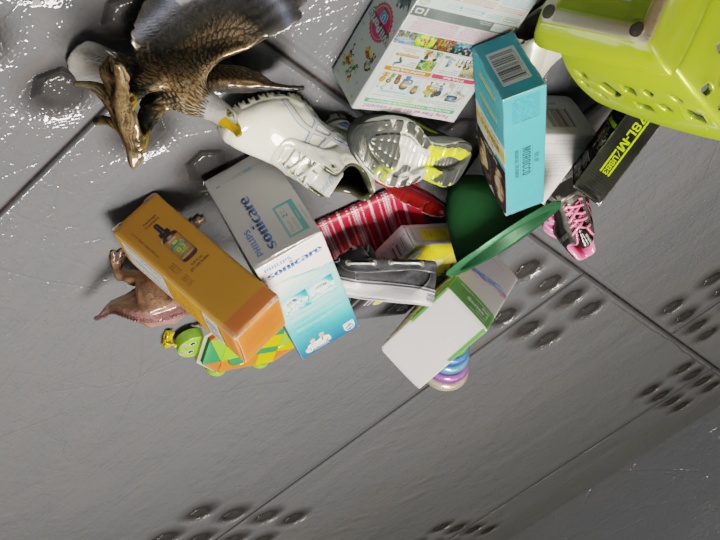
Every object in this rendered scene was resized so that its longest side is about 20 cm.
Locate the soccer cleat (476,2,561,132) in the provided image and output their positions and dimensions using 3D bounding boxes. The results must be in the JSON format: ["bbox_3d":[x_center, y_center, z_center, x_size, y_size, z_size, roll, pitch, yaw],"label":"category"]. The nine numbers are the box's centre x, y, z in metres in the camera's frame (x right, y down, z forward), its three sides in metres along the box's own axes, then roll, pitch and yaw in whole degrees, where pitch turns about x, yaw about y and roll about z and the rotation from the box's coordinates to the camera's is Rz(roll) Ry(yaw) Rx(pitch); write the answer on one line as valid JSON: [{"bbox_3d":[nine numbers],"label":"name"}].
[{"bbox_3d":[0.184,-0.235,1.070,0.077,0.070,0.200,15,129,-32],"label":"soccer cleat"}]

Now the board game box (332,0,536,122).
[{"bbox_3d":[0.082,-0.251,0.959,0.146,0.065,0.201,1,139,-38],"label":"board game box"}]

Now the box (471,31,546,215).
[{"bbox_3d":[0.161,-0.153,1.021,0.049,0.083,0.201,-20,147,-3],"label":"box"}]

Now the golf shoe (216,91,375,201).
[{"bbox_3d":[-0.057,-0.126,1.007,0.199,0.098,0.078,6,138,-42],"label":"golf shoe"}]

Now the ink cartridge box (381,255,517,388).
[{"bbox_3d":[0.133,0.059,1.360,0.145,0.084,0.200,-45,179,30],"label":"ink cartridge box"}]

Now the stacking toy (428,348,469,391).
[{"bbox_3d":[0.153,0.113,1.567,0.085,0.086,0.201,-16,143,-18],"label":"stacking toy"}]

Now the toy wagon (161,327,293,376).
[{"bbox_3d":[-0.175,0.093,1.307,0.198,0.040,0.156,-9,145,-29],"label":"toy wagon"}]

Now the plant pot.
[{"bbox_3d":[0.302,-0.265,0.931,0.180,0.198,0.202,18,98,-43],"label":"plant pot"}]

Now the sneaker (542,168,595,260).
[{"bbox_3d":[0.311,-0.082,1.369,0.078,0.096,0.200,-26,149,3],"label":"sneaker"}]

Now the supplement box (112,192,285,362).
[{"bbox_3d":[-0.173,0.006,1.009,0.067,0.200,0.069,-44,159,-18],"label":"supplement box"}]

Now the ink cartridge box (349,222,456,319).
[{"bbox_3d":[0.080,0.001,1.330,0.199,0.047,0.198,-3,148,-41],"label":"ink cartridge box"}]

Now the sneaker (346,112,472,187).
[{"bbox_3d":[0.041,-0.138,1.062,0.199,0.084,0.075,8,110,-52],"label":"sneaker"}]

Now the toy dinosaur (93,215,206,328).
[{"bbox_3d":[-0.212,0.031,1.085,0.198,0.136,0.086,-21,150,-10],"label":"toy dinosaur"}]

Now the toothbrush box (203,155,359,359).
[{"bbox_3d":[-0.087,-0.016,1.081,0.085,0.147,0.201,-30,145,-6],"label":"toothbrush box"}]

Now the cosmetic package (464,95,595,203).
[{"bbox_3d":[0.206,-0.131,1.233,0.101,0.075,0.201,-4,145,-33],"label":"cosmetic package"}]

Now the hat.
[{"bbox_3d":[0.128,-0.106,1.166,0.165,0.177,0.199,-37,170,30],"label":"hat"}]

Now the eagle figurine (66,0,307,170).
[{"bbox_3d":[-0.146,-0.181,0.854,0.200,0.152,0.151,-45,-156,-28],"label":"eagle figurine"}]

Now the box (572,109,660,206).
[{"bbox_3d":[0.328,-0.181,1.136,0.194,0.047,0.200,-54,178,17],"label":"box"}]

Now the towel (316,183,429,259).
[{"bbox_3d":[-0.003,-0.041,1.256,0.198,0.023,0.145,-25,149,-3],"label":"towel"}]

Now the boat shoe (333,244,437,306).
[{"bbox_3d":[0.000,0.000,1.204,0.198,0.069,0.072,7,174,16],"label":"boat shoe"}]
